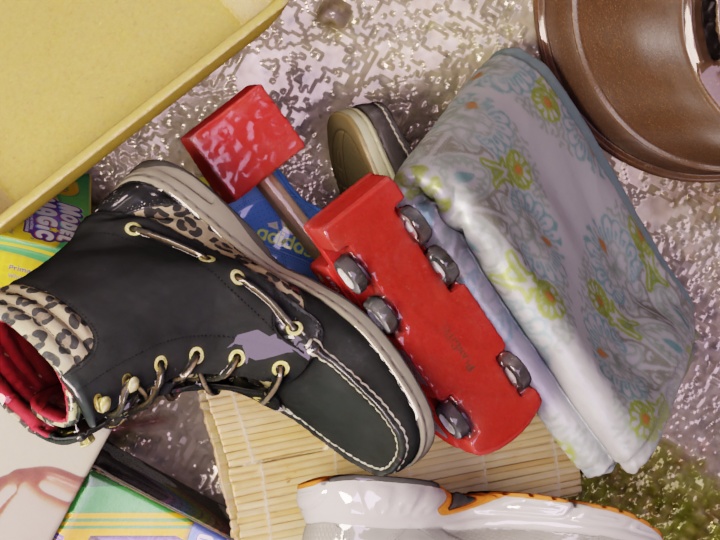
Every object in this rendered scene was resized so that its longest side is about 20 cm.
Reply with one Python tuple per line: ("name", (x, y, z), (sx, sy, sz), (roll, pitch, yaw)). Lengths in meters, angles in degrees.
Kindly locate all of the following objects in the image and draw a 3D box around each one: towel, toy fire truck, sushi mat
("towel", (0.104, -0.006, 1.417), (0.048, 0.171, 0.200), (-30, 102, 27))
("toy fire truck", (0.000, 0.000, 1.364), (0.049, 0.141, 0.200), (-39, 106, -14))
("sushi mat", (0.018, 0.087, 1.399), (0.200, 0.012, 0.096), (-9, 82, -24))

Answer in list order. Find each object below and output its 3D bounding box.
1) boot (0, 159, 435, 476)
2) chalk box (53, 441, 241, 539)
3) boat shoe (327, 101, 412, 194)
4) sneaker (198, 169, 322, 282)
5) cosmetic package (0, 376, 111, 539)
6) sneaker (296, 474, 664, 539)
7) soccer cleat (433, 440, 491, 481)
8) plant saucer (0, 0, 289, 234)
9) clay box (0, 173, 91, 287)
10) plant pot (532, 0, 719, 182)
("boot", (-0.079, 0.051, 1.282), (0.204, 0.074, 0.154), (42, 45, 10))
("chalk box", (-0.089, 0.189, 1.423), (0.200, 0.124, 0.124), (30, 90, -11))
("boat shoe", (0.048, -0.008, 1.456), (0.066, 0.072, 0.201), (-31, 108, -14))
("sneaker", (-0.028, 0.027, 1.440), (0.105, 0.076, 0.200), (-34, 100, -5))
("cosmetic package", (-0.206, 0.129, 1.340), (0.087, 0.103, 0.200), (26, 103, -14))
("sneaker", (0.059, 0.155, 1.363), (0.200, 0.076, 0.092), (7, 84, -17))
("soccer cleat", (0.050, 0.145, 1.469), (0.085, 0.069, 0.200), (-35, 112, 3))
("plant saucer", (-0.157, -0.127, 1.372), (0.200, 0.048, 0.200), (-38, 59, -4))
("clay box", (-0.212, -0.027, 1.378), (0.200, 0.115, 0.048), (12, 112, -11))
("plant pot", (0.209, -0.139, 1.402), (0.200, 0.198, 0.200), (-1, 96, -10))
